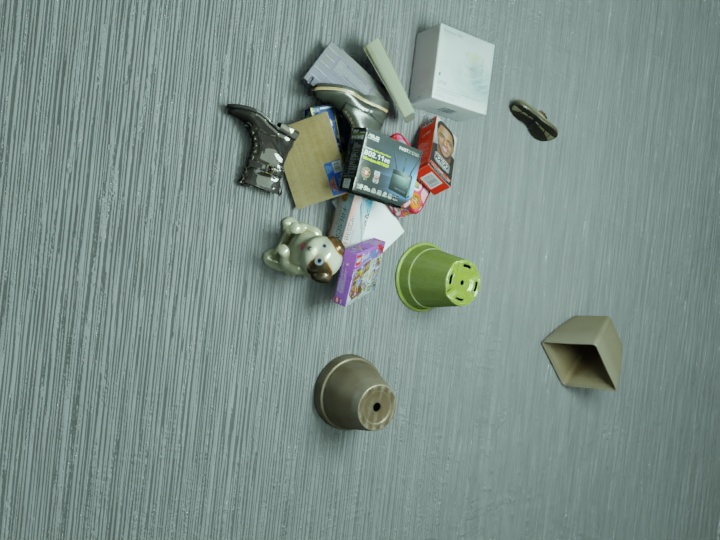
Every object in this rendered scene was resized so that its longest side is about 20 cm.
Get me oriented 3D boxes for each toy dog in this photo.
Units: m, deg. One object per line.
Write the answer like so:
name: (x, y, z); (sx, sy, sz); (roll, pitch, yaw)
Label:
toy dog: (-0.122, -0.031, 1.425); (0.194, 0.199, 0.140); (45, 74, -24)

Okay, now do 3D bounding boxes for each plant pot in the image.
plant pot: (0.766, 0.259, 1.976); (0.177, 0.199, 0.201); (-45, 114, -31)
plant pot: (0.002, 0.335, 1.543); (0.197, 0.173, 0.204); (-2, 95, -31)
plant pot: (0.228, 0.027, 1.639); (0.197, 0.189, 0.204); (-3, 96, -29)

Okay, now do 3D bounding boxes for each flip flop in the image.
flip flop: (0.553, -0.480, 1.859); (0.199, 0.081, 0.058); (33, 64, -22)

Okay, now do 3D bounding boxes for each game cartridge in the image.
game cartridge: (-0.036, -0.466, 1.495); (0.199, 0.038, 0.130); (39, 74, -15)

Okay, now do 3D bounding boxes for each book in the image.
book: (0.082, -0.485, 1.525); (0.048, 0.134, 0.202); (-28, 93, 10)

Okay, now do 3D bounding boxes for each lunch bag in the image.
lunch bag: (0.111, -0.265, 1.605); (0.200, 0.081, 0.177); (47, 55, -27)

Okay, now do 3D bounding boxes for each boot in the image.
boot: (-0.031, -0.369, 1.446); (0.197, 0.077, 0.141); (11, 92, -18)
boot: (-0.252, -0.286, 1.406); (0.198, 0.069, 0.176); (24, 95, -13)

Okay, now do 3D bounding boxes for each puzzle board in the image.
puzzle board: (-0.120, -0.270, 1.459); (0.148, 0.017, 0.203); (-16, 100, 12)

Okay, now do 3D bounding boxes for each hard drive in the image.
hard drive: (0.022, -0.146, 1.599); (0.132, 0.025, 0.201); (-43, 113, -21)

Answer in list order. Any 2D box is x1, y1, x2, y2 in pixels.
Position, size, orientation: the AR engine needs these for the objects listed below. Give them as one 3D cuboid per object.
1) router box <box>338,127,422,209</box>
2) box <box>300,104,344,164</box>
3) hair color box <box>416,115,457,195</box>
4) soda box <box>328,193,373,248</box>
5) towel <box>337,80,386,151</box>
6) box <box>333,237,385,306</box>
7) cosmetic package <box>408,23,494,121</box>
router box: (0.053, -0.248, 1.449); (0.198, 0.062, 0.152); (12, 91, -40)
box: (-0.091, -0.312, 1.498); (0.069, 0.064, 0.203); (-17, 103, -27)
hair color box: (0.207, -0.318, 1.620); (0.101, 0.061, 0.202); (38, 47, -31)
soda box: (-0.029, -0.119, 1.516); (0.068, 0.063, 0.203); (4, 109, -40)
towel: (-0.001, -0.409, 1.552); (0.110, 0.048, 0.203); (17, 86, -29)
box: (0.000, 0.000, 1.508); (0.200, 0.039, 0.139); (-26, 132, -65)
cosmetic package: (0.255, -0.548, 1.648); (0.197, 0.122, 0.204); (7, 89, -30)
